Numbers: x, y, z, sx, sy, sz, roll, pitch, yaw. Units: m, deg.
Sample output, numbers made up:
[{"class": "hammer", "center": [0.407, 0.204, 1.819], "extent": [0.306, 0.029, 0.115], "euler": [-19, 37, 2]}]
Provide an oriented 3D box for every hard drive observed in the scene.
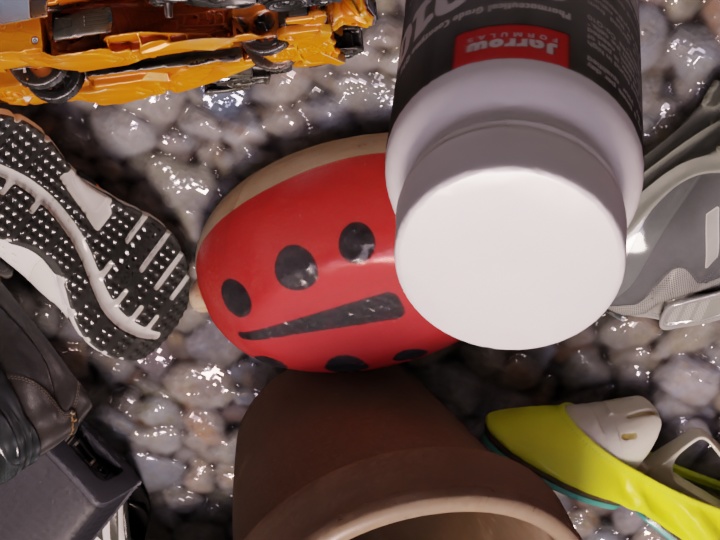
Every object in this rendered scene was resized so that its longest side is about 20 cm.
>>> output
[{"class": "hard drive", "center": [-0.237, 0.101, 1.066], "extent": [0.200, 0.042, 0.135], "euler": [40, 107, 0]}]

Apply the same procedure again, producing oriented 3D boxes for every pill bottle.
[{"class": "pill bottle", "center": [0.069, -0.068, 0.843], "extent": [0.113, 0.201, 0.115], "euler": [3, 130, 4]}]

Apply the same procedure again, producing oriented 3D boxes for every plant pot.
[{"class": "plant pot", "center": [0.004, 0.141, 1.022], "extent": [0.198, 0.175, 0.202], "euler": [-10, 127, -13]}]

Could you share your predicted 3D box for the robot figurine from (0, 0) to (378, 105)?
[{"class": "robot figurine", "center": [-0.091, -0.119, 0.886], "extent": [0.198, 0.059, 0.145], "euler": [-8, 172, 4]}]

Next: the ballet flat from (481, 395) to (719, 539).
[{"class": "ballet flat", "center": [0.162, 0.110, 1.077], "extent": [0.199, 0.067, 0.067], "euler": [30, 106, -20]}]

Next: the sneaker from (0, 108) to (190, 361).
[{"class": "sneaker", "center": [-0.163, -0.027, 1.003], "extent": [0.074, 0.080, 0.200], "euler": [-49, 133, -12]}]

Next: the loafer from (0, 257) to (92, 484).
[{"class": "loafer", "center": [-0.217, 0.013, 1.011], "extent": [0.073, 0.072, 0.201], "euler": [-27, 91, 51]}]

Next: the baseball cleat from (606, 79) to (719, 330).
[{"class": "baseball cleat", "center": [0.188, -0.038, 0.950], "extent": [0.106, 0.070, 0.199], "euler": [33, 135, -28]}]

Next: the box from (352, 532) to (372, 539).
[{"class": "box", "center": [-0.070, 0.241, 1.149], "extent": [0.198, 0.098, 0.125], "euler": [-13, 145, 10]}]

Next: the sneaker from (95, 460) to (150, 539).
[{"class": "sneaker", "center": [-0.196, 0.179, 1.160], "extent": [0.114, 0.076, 0.201], "euler": [24, 126, -10]}]

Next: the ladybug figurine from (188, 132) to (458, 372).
[{"class": "ladybug figurine", "center": [0.000, 0.000, 0.991], "extent": [0.198, 0.072, 0.136], "euler": [-16, 126, 20]}]
